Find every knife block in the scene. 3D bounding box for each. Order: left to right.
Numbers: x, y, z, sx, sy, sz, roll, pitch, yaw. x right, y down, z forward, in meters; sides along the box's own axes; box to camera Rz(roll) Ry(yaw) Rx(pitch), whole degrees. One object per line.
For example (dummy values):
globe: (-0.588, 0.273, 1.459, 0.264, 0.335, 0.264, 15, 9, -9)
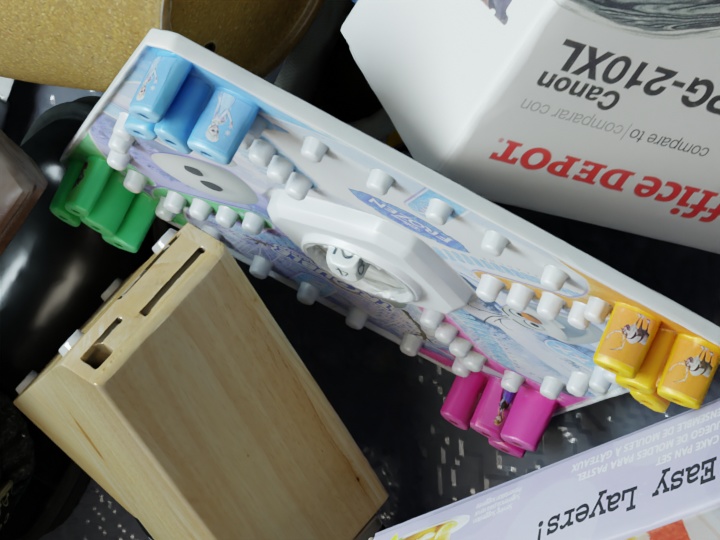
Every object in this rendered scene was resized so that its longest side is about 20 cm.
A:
knife block: (-0.033, 0.076, 0.976, 0.175, 0.064, 0.200, 42, 164, -4)

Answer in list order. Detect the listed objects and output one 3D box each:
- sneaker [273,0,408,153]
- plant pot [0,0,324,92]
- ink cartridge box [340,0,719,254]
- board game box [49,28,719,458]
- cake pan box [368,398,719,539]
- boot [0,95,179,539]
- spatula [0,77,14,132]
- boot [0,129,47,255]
sneaker: (0.044, -0.105, 0.935, 0.075, 0.090, 0.200, 46, 121, 11)
plant pot: (-0.107, -0.137, 0.930, 0.200, 0.186, 0.187, 29, 117, 27)
ink cartridge box: (0.109, -0.109, 0.855, 0.200, 0.144, 0.084, -55, 41, 29)
board game box: (0.000, 0.000, 0.910, 0.199, 0.200, 0.026, 28, 76, -9)
cake pan box: (0.127, 0.131, 0.927, 0.184, 0.052, 0.200, -22, 128, 33)
boot: (-0.150, 0.045, 1.049, 0.079, 0.158, 0.212, 27, 116, 21)
spatula: (-0.133, -0.083, 1.084, 0.056, 0.021, 0.200, 40, 121, 22)
boot: (-0.209, -0.001, 0.979, 0.186, 0.064, 0.200, 33, 104, 28)
